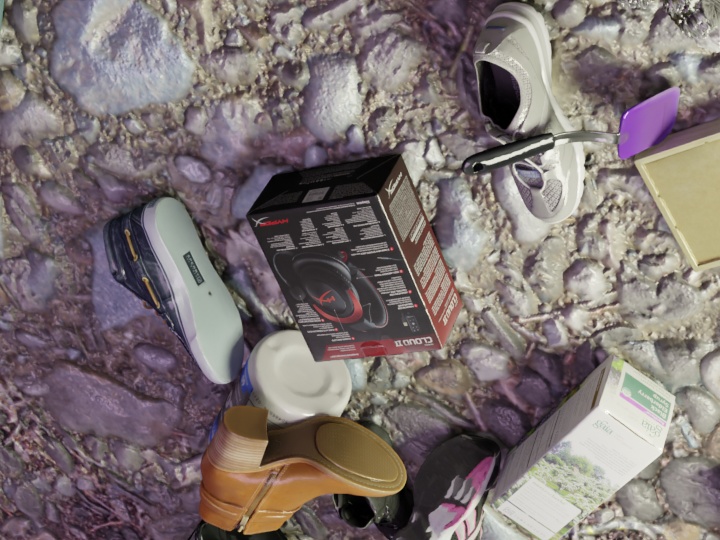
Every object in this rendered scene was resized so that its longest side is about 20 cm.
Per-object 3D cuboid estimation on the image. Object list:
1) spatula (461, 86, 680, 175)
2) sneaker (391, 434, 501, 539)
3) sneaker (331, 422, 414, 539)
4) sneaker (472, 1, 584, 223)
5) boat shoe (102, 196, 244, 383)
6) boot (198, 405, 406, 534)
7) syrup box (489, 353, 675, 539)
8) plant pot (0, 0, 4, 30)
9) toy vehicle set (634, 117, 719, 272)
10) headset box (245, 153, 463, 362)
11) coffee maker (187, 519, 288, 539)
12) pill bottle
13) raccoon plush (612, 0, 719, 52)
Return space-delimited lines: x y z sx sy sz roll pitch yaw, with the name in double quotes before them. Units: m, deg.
"spatula" 0.177 -0.108 1.327 0.198 0.021 0.057 -13 135 -9
"sneaker" 0.099 0.256 1.692 0.080 0.086 0.201 49 123 34
"sneaker" 0.008 0.245 1.697 0.059 0.105 0.201 -3 124 25
"sneaker" 0.132 -0.123 1.362 0.074 0.082 0.202 3 124 41
"boat shoe" -0.192 0.026 1.631 0.090 0.071 0.202 -15 100 39
"boot" -0.065 0.220 1.591 0.198 0.077 0.156 11 133 -9
"syrup box" 0.217 0.179 1.566 0.078 0.082 0.200 34 132 -6
"plant pot" -0.469 -0.183 1.535 0.195 0.197 0.201 21 142 7
"toy vehicle set" 0.347 -0.078 1.343 0.199 0.027 0.125 -17 117 34
"headset box" 0.000 0.000 1.530 0.147 0.075 0.201 -8 122 29
"coffee maker" -0.173 0.362 1.848 0.134 0.192 0.200 39 117 -6
"pill bottle" -0.095 0.166 1.676 0.113 0.114 0.201 30 132 0
"raccoon plush" 0.187 -0.226 1.264 0.133 0.097 0.201 -17 118 42
